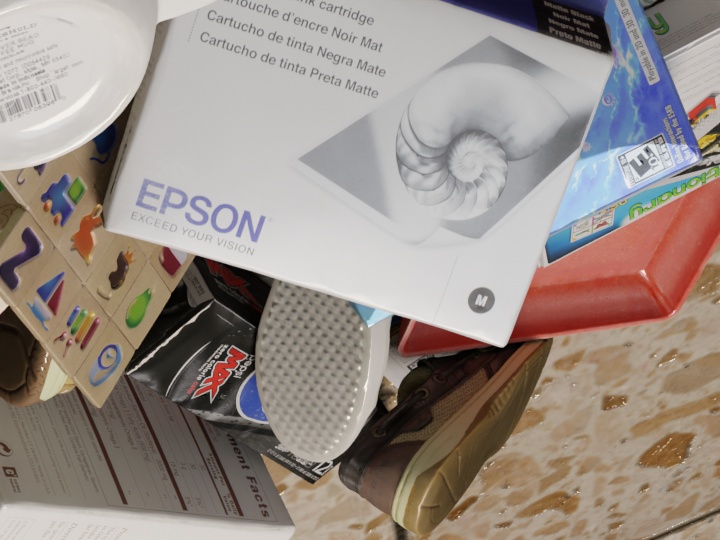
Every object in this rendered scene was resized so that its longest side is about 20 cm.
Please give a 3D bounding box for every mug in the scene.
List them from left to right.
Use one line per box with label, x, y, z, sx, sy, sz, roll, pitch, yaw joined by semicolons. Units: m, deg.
mug;-0.129;-0.137;0.927;0.199;0.176;0.148;-15;144;-19

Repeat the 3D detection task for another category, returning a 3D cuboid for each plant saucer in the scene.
plant saucer;0.126;-0.042;1.311;0.199;0.037;0.200;-7;139;-32

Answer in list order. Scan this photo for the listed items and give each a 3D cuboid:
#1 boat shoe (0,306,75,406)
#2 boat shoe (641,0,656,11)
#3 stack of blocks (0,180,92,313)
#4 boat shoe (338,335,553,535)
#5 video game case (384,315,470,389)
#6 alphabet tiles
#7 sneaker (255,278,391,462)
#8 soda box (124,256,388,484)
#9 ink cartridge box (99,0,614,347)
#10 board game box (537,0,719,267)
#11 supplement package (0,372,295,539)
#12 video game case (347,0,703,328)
boat shoe;-0.128;-0.025;1.174;0.076;0.072;0.200;-13;140;-45
boat shoe;0.137;-0.168;1.169;0.066;0.072;0.200;2;137;-44
stack of blocks;-0.217;0.013;1.118;0.200;0.115;0.058;-43;143;20
boat shoe;0.051;0.075;1.350;0.200;0.065;0.073;-41;153;-58
video game case;0.072;-0.019;1.360;0.200;0.023;0.182;-33;146;8
alphabet tiles;-0.112;-0.052;1.073;0.168;0.008;0.200;-59;150;-18
sneaker;0.000;0.000;1.237;0.082;0.074;0.201;-22;126;-54
soda box;-0.064;0.047;1.306;0.063;0.071;0.200;-39;145;10
ink cartridge box;0.007;-0.086;1.063;0.199;0.041;0.201;16;101;-14
board game box;0.164;-0.088;1.219;0.199;0.035;0.126;-27;148;-6
supplement package;-0.158;0.126;1.304;0.200;0.118;0.117;12;129;-43
video game case;0.040;-0.101;1.110;0.181;0.045;0.201;-26;107;-2
